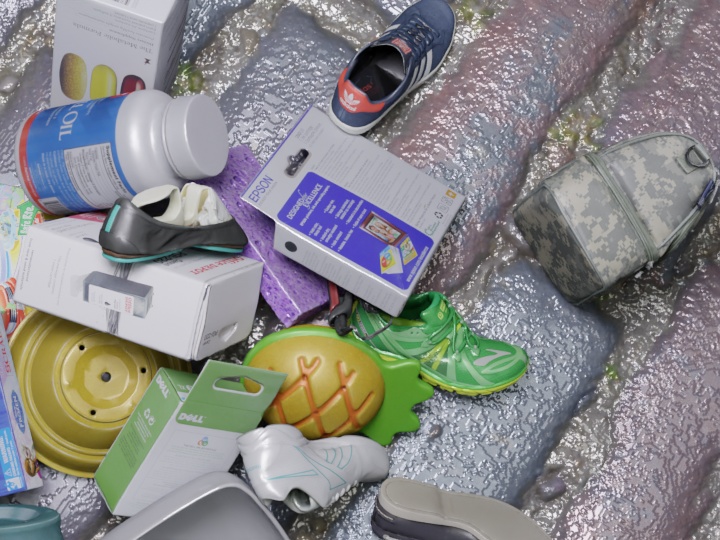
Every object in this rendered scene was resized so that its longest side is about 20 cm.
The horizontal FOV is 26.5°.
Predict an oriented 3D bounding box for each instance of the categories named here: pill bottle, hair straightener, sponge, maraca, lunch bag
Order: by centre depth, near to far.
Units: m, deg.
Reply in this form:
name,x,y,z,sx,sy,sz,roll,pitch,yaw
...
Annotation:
name,x,y,z,sx,sy,sz,roll,pitch,yaw
pill bottle,-0.237,-0.121,1.536,0.200,0.112,0.112,-7,79,25
maraca,-0.026,0.122,1.581,0.200,0.137,0.107,14,34,-11
hair straightener,0.000,0.000,1.585,0.077,0.041,0.200,-4,40,-2
lunch bag,0.272,-0.063,1.593,0.168,0.200,0.139,-33,85,-8
sponge,-0.101,-0.039,1.605,0.030,0.112,0.200,-40,82,28

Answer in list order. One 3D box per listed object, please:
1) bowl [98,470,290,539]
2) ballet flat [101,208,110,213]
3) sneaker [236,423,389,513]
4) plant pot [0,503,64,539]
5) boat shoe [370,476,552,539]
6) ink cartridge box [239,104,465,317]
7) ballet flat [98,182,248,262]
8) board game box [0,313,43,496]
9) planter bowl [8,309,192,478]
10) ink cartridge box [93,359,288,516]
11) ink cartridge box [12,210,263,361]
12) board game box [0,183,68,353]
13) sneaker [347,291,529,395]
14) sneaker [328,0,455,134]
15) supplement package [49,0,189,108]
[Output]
name,x,y,z,sx,sy,sz,roll,pitch,yaw
bowl,-0.169,0.300,1.524,0.200,0.075,0.200,-32,123,-8
ballet flat,-0.195,-0.004,1.613,0.200,0.067,0.062,39,70,2
sneaker,-0.044,0.208,1.542,0.200,0.070,0.080,13,57,-46
plant pot,-0.352,0.324,1.456,0.200,0.200,0.188,-1,91,-5
boat shoe,0.106,0.276,1.603,0.200,0.073,0.063,19,122,-7
ink cartridge box,-0.009,-0.066,1.596,0.200,0.043,0.198,32,41,1
ballet flat,-0.168,-0.047,1.462,0.068,0.200,0.069,16,102,29
board game box,-0.439,0.146,1.539,0.199,0.041,0.200,-17,85,12
planter bowl,-0.263,0.111,1.557,0.200,0.083,0.201,2,83,-16
ink cartridge box,-0.169,0.156,1.521,0.104,0.059,0.200,15,116,-40
ink cartridge box,-0.215,0.012,1.507,0.200,0.146,0.085,19,104,15
board game box,-0.393,0.008,1.608,0.134,0.034,0.200,12,79,-2
sneaker,0.083,0.071,1.605,0.200,0.084,0.074,16,37,-2
sneaker,0.044,-0.234,1.651,0.075,0.085,0.200,35,65,5
supplement package,-0.245,-0.241,1.568,0.114,0.200,0.110,19,55,-1
